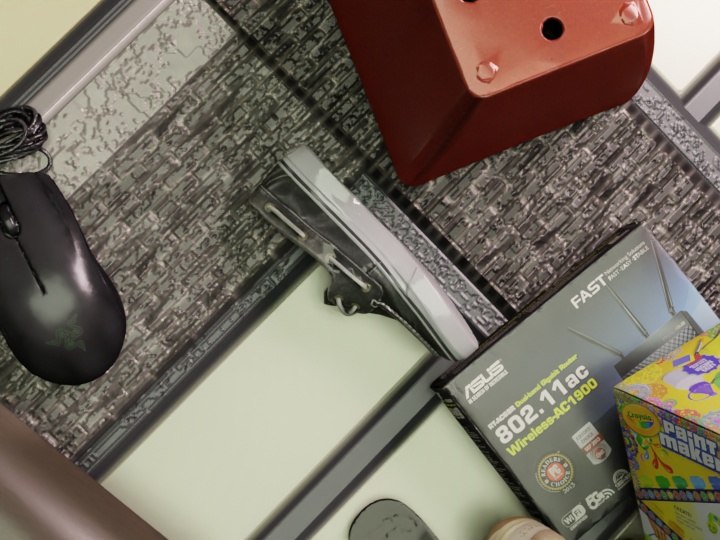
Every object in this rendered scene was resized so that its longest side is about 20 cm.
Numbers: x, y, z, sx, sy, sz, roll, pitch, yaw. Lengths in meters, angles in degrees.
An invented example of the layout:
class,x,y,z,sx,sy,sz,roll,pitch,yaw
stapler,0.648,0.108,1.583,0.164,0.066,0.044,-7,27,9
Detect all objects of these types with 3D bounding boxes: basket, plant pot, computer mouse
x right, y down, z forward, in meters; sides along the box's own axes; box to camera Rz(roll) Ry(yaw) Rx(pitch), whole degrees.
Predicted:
class,x,y,z,sx,sy,sz,roll,pitch,yaw
basket,-0.230,0.196,0.974,0.180,0.136,0.200,-41,90,-1
plant pot,0.097,-0.192,0.997,0.199,0.176,0.201,-22,91,-7
computer mouse,-0.242,-0.007,1.014,0.138,0.053,0.200,-33,92,-7

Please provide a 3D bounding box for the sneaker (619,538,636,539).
class,x,y,z,sx,sy,sz,roll,pitch,yaw
sneaker,0.212,0.307,1.054,0.108,0.070,0.201,23,66,-27

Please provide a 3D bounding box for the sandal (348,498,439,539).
class,x,y,z,sx,sy,sz,roll,pitch,yaw
sandal,0.070,0.251,1.048,0.200,0.045,0.075,44,84,-4

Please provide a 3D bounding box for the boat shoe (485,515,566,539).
class,x,y,z,sx,sy,sz,roll,pitch,yaw
boat shoe,0.122,0.278,1.004,0.072,0.065,0.201,-1,94,-25

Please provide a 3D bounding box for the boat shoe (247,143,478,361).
class,x,y,z,sx,sy,sz,roll,pitch,yaw
boat shoe,0.000,0.000,1.042,0.071,0.072,0.200,-44,84,3

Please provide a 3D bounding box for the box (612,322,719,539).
class,x,y,z,sx,sy,sz,roll,pitch,yaw
box,0.303,0.134,0.986,0.199,0.122,0.193,-26,115,-23

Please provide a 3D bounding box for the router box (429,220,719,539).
class,x,y,z,sx,sy,sz,roll,pitch,yaw
router box,0.175,0.082,1.056,0.200,0.062,0.150,-39,92,-6
